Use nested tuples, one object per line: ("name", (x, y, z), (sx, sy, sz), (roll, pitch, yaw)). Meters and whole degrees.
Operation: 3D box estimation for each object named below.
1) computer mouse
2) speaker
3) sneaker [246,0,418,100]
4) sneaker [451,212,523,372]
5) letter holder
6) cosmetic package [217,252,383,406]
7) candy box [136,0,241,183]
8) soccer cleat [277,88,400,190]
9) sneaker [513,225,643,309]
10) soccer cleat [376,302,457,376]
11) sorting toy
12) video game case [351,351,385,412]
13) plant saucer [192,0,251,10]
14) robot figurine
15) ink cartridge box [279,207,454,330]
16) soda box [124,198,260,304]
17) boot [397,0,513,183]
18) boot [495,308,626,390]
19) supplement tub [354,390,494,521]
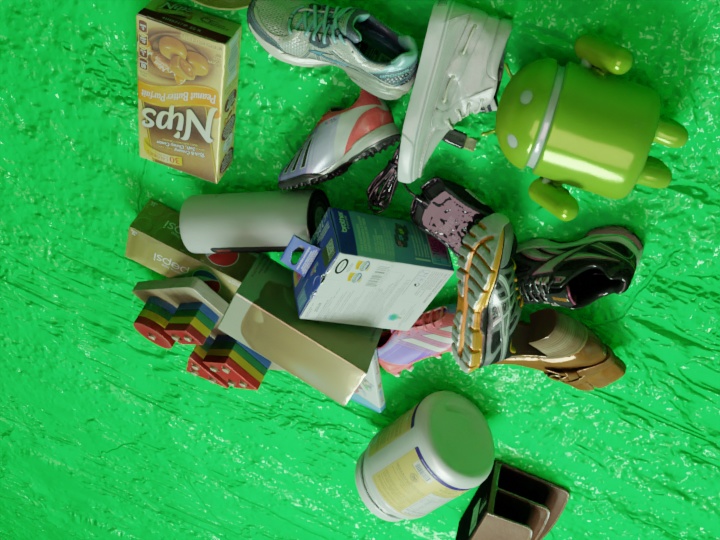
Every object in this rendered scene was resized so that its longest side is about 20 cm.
("computer mouse", (0.117, -0.096, 0.995), (0.197, 0.046, 0.142), (28, 120, -3))
("speaker", (-0.141, -0.065, 1.097), (0.195, 0.082, 0.083), (0, 129, 22))
("sneaker", (-0.025, -0.256, 0.873), (0.195, 0.079, 0.086), (18, 168, -5))
("sneaker", (0.160, 0.026, 0.991), (0.075, 0.079, 0.204), (-4, 120, -17))
("letter holder", (0.244, 0.426, 1.338), (0.139, 0.102, 0.203), (20, 133, 3))
("cosmetic package", (-0.076, 0.076, 1.087), (0.197, 0.106, 0.072), (31, 124, -5))
("candy box", (-0.212, -0.217, 1.015), (0.113, 0.056, 0.203), (19, 133, 6))
("soccer cleat", (-0.035, -0.155, 0.999), (0.198, 0.068, 0.075), (-22, 89, 44))
("sneaker", (0.239, 0.009, 0.996), (0.197, 0.087, 0.081), (-22, 116, 36))
("soccer cleat", (0.087, 0.083, 1.141), (0.076, 0.067, 0.199), (44, 133, -11))
("sorting toy", (-0.236, 0.102, 1.222), (0.196, 0.070, 0.200), (-4, 139, 50))
("video game case", (-0.034, 0.109, 1.210), (0.141, 0.018, 0.203), (19, 136, 33))
("plant saucer", (-0.155, -0.380, 0.872), (0.195, 0.031, 0.203), (12, 131, 14))
("robot figurine", (0.228, -0.146, 0.849), (0.195, 0.116, 0.179), (18, 112, 6))
("ink cartridge box", (0.000, 0.000, 1.037), (0.196, 0.078, 0.137), (7, 139, -28))
("soda box", (-0.234, -0.019, 1.183), (0.196, 0.068, 0.065), (26, 135, 0))
("boot", (0.102, -0.179, 0.888), (0.093, 0.074, 0.204), (16, 120, 5))
("boot", (0.240, 0.111, 1.103), (0.154, 0.078, 0.198), (30, 147, -29))
("supplement tub", (0.093, 0.287, 1.251), (0.144, 0.147, 0.200), (37, 133, -11))
